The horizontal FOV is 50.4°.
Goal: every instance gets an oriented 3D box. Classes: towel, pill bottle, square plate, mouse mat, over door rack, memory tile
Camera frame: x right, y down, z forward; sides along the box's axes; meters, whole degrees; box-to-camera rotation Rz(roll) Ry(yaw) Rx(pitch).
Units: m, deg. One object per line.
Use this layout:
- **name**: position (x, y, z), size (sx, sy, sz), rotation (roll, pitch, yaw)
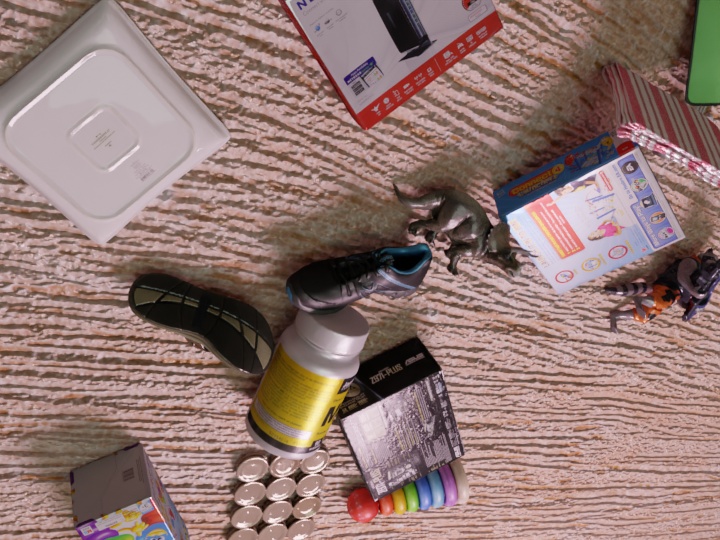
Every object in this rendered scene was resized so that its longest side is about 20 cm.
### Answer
- **towel**: position (0.403, -0.183, 0.991), size (0.200, 0.147, 0.030), rotation (24, 133, -17)
- **pill bottle**: position (-0.070, 0.142, 1.023), size (0.114, 0.114, 0.200), rotation (12, 115, -30)
- **square plate**: position (-0.268, -0.143, 0.802), size (0.200, 0.028, 0.198), rotation (-39, 128, 3)
- **mouse mat**: position (0.518, -0.321, 1.016), size (0.160, 0.008, 0.201), rotation (-2, 111, -3)
- **over door rack**: position (0.538, -0.206, 1.103), size (0.199, 0.067, 0.148), rotation (16, 114, -10)
- **memory tile**: position (-0.129, 0.356, 1.197), size (0.153, 0.017, 0.201), rotation (-2, 120, -24)

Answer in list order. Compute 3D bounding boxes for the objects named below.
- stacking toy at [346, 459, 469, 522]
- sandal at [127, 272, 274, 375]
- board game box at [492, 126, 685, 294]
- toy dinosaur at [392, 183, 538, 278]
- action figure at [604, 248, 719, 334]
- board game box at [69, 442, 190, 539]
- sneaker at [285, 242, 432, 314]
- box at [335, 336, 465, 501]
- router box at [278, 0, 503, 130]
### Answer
- **stacking toy**: position (0.074, 0.367, 1.264), size (0.199, 0.085, 0.086), rotation (-12, 125, -12)
- **sandal**: position (-0.194, 0.063, 0.953), size (0.201, 0.057, 0.080), rotation (32, 66, -20)
- **board game box**: position (0.317, -0.077, 1.056), size (0.195, 0.056, 0.200), rotation (-27, 132, 22)
- **toy dinosaur**: position (0.130, -0.062, 1.011), size (0.200, 0.077, 0.102), rotation (44, 111, -4)
- **action figure**: position (0.502, 0.018, 1.223), size (0.193, 0.105, 0.200), rotation (-27, 153, -13)
- **board game box**: position (-0.310, 0.356, 1.056), size (0.103, 0.105, 0.200), rotation (-21, 126, -11)
- **sneaker**: position (0.000, 0.000, 0.979), size (0.199, 0.073, 0.082), rotation (-12, 156, -28)
- **box**: position (0.053, 0.226, 1.153), size (0.163, 0.086, 0.200), rotation (-26, 128, -8)
- **router box**: position (0.035, -0.285, 0.838), size (0.200, 0.049, 0.180), rotation (-37, 129, 1)
